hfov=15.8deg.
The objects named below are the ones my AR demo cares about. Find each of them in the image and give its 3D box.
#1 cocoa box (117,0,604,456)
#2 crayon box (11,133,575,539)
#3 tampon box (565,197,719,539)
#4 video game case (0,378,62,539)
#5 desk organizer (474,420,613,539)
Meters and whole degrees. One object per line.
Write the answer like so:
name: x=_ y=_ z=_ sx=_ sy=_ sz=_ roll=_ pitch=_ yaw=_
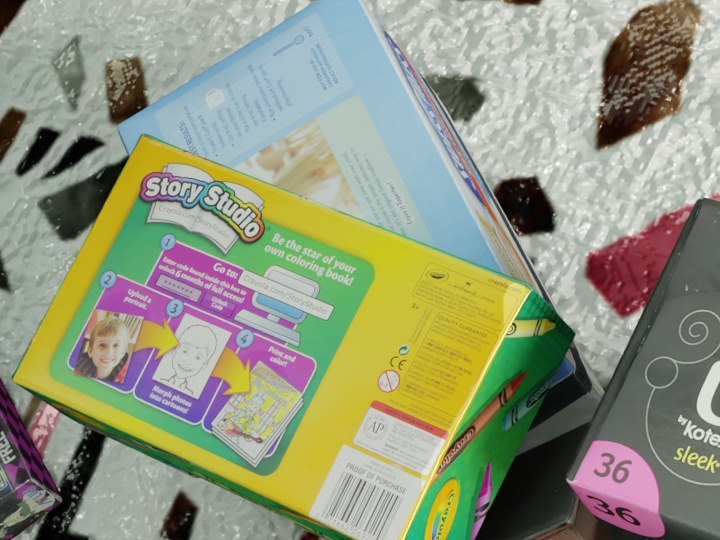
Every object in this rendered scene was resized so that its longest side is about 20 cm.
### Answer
cocoa box: x=0.000 y=0.000 z=1.171 sx=0.133 sy=0.131 sz=0.200 roll=-31 pitch=56 yaw=7
crayon box: x=-0.029 y=0.034 z=1.052 sx=0.200 sy=0.058 sz=0.119 roll=22 pitch=79 yaw=29
tampon box: x=0.195 y=0.086 z=0.995 sx=0.150 sy=0.200 sz=0.126 roll=17 pitch=73 yaw=31
video game case: x=-0.263 y=0.089 z=1.306 sx=0.181 sy=0.036 sz=0.200 roll=-36 pitch=56 yaw=6
desk organizer: x=0.034 y=0.149 z=1.110 sx=0.200 sy=0.077 sz=0.072 roll=-28 pitch=21 yaw=28
